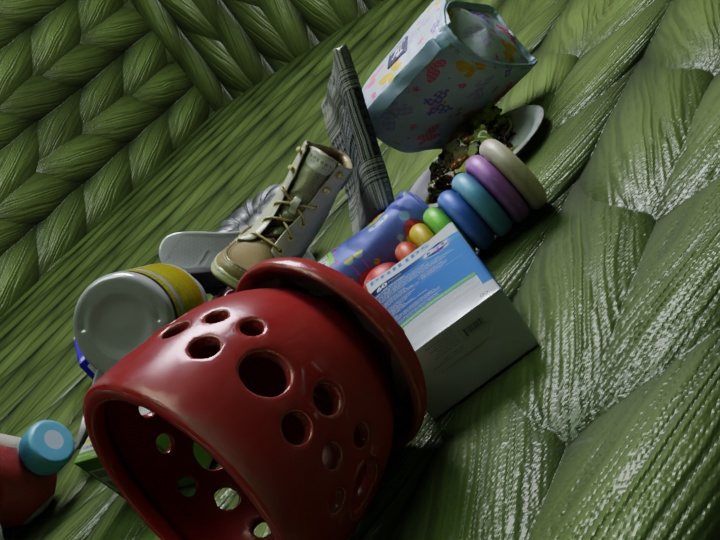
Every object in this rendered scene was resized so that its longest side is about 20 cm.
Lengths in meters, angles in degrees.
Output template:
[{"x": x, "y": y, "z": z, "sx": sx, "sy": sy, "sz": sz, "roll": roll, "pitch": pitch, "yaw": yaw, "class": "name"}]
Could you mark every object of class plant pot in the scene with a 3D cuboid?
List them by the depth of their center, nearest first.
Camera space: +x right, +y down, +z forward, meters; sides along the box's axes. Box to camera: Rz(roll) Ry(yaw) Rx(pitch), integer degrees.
[{"x": -0.067, "y": 0.104, "z": 0.729, "sx": 0.200, "sy": 0.201, "sz": 0.183, "roll": -17, "pitch": 22, "yaw": 50, "class": "plant pot"}]

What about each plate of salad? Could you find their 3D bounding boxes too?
[{"x": 0.128, "y": -0.141, "z": 1.208, "sx": 0.199, "sy": 0.048, "sz": 0.200, "roll": -34, "pitch": 18, "yaw": 12, "class": "plate of salad"}]

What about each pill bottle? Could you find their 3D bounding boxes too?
[{"x": -0.235, "y": 0.050, "z": 1.145, "sx": 0.111, "sy": 0.112, "sz": 0.200, "roll": -36, "pitch": 0, "yaw": 8, "class": "pill bottle"}]

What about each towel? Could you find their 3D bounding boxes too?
[{"x": -0.011, "y": -0.138, "z": 1.184, "sx": 0.034, "sy": 0.194, "sz": 0.200, "roll": -15, "pitch": -8, "yaw": -8, "class": "towel"}]

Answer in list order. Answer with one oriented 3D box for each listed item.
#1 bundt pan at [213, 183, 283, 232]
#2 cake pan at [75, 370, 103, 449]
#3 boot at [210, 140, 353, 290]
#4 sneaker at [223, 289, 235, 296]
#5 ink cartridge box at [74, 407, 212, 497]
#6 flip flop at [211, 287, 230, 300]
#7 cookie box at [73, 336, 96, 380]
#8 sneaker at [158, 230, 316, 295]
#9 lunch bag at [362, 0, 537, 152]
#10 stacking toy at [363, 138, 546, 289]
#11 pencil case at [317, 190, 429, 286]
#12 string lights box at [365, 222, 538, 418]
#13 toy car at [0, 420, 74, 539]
[{"x": -0.155, "y": -0.058, "z": 1.532, "sx": 0.201, "sy": 0.076, "sz": 0.202, "roll": -35, "pitch": 18, "yaw": 13, "class": "bundt pan"}, {"x": -0.310, "y": 0.131, "z": 1.285, "sx": 0.200, "sy": 0.036, "sz": 0.202, "roll": -161, "pitch": 90, "yaw": -75, "class": "cake pan"}, {"x": -0.077, "y": -0.058, "z": 1.075, "sx": 0.155, "sy": 0.072, "sz": 0.200, "roll": -57, "pitch": -5, "yaw": 18, "class": "boot"}, {"x": -0.146, "y": 0.063, "z": 1.188, "sx": 0.199, "sy": 0.082, "sz": 0.070, "roll": -28, "pitch": 20, "yaw": 31, "class": "sneaker"}, {"x": -0.194, "y": 0.128, "z": 1.073, "sx": 0.147, "sy": 0.076, "sz": 0.201, "roll": -22, "pitch": 36, "yaw": 42, "class": "ink cartridge box"}, {"x": -0.131, "y": 0.001, "z": 1.364, "sx": 0.201, "sy": 0.057, "sz": 0.081, "roll": -53, "pitch": -15, "yaw": -1, "class": "flip flop"}, {"x": -0.342, "y": 0.090, "z": 1.536, "sx": 0.171, "sy": 0.075, "sz": 0.200, "roll": -42, "pitch": 17, "yaw": -9, "class": "cookie box"}, {"x": -0.157, "y": -0.005, "z": 1.302, "sx": 0.099, "sy": 0.198, "sz": 0.071, "roll": 122, "pitch": 151, "yaw": -69, "class": "sneaker"}, {"x": 0.095, "y": -0.240, "z": 1.249, "sx": 0.170, "sy": 0.128, "sz": 0.199, "roll": -45, "pitch": -14, "yaw": 32, "class": "lunch bag"}, {"x": 0.084, "y": -0.030, "z": 0.986, "sx": 0.200, "sy": 0.085, "sz": 0.085, "roll": -44, "pitch": 17, "yaw": 4, "class": "stacking toy"}, {"x": 0.000, "y": 0.000, "z": 1.056, "sx": 0.199, "sy": 0.078, "sz": 0.087, "roll": -39, "pitch": 27, "yaw": -2, "class": "pencil case"}, {"x": 0.070, "y": 0.034, "z": 0.861, "sx": 0.102, "sy": 0.059, "sz": 0.200, "roll": -36, "pitch": 17, "yaw": 6, "class": "string lights box"}, {"x": -0.437, "y": 0.290, "z": 1.162, "sx": 0.184, "sy": 0.176, "sz": 0.201, "roll": -42, "pitch": 41, "yaw": 33, "class": "toy car"}]
